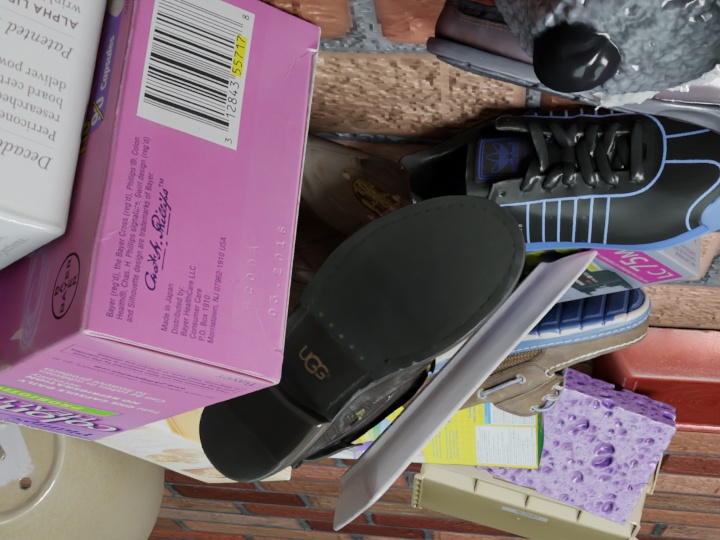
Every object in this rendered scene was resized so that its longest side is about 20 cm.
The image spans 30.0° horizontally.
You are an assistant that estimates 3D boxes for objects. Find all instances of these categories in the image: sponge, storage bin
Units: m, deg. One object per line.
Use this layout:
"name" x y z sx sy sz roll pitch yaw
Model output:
"sponge" 0.135 0.121 1.058 0.199 0.030 0.112 20 126 1
"storage bin" 0.151 0.180 1.207 0.199 0.094 0.199 16 162 6

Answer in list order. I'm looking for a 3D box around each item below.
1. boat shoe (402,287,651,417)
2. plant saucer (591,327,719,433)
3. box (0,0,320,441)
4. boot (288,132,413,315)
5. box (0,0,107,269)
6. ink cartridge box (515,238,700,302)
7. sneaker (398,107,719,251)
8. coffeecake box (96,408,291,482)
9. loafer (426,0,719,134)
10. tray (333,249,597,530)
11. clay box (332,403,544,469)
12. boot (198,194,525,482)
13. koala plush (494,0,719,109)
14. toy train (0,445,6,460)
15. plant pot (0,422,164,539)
"boat shoe" 0.109 0.057 0.921 0.199 0.072 0.073 -12 114 29
"plant saucer" 0.287 0.096 1.080 0.198 0.037 0.200 3 161 8
"box" -0.119 -0.023 0.658 0.096 0.177 0.200 17 158 -30
"boot" 0.000 0.000 0.765 0.186 0.064 0.200 36 157 -18
"box" -0.250 -0.079 0.609 0.199 0.132 0.198 19 157 -32
"ink cartridge box" 0.093 -0.013 0.832 0.199 0.042 0.119 -10 154 41
"sneaker" 0.107 -0.048 0.685 0.199 0.071 0.078 -12 159 41
"coffeecake box" -0.120 0.039 0.861 0.073 0.155 0.200 -8 156 30
"loafer" 0.129 -0.097 0.583 0.199 0.063 0.072 13 -170 -6
"tray" 0.054 0.064 0.775 0.022 0.200 0.107 43 158 5
"clay box" 0.036 0.085 1.009 0.198 0.116 0.048 2 -157 14
"boot" 0.011 0.039 0.698 0.200 0.069 0.174 -38 167 11
"koala plush" 0.114 -0.108 0.416 0.177 0.184 0.200 43 160 -24
"toy train" -0.259 0.008 0.783 0.084 0.201 0.116 -33 142 5
"plant pot" -0.231 0.132 0.903 0.186 0.189 0.200 7 166 -3
